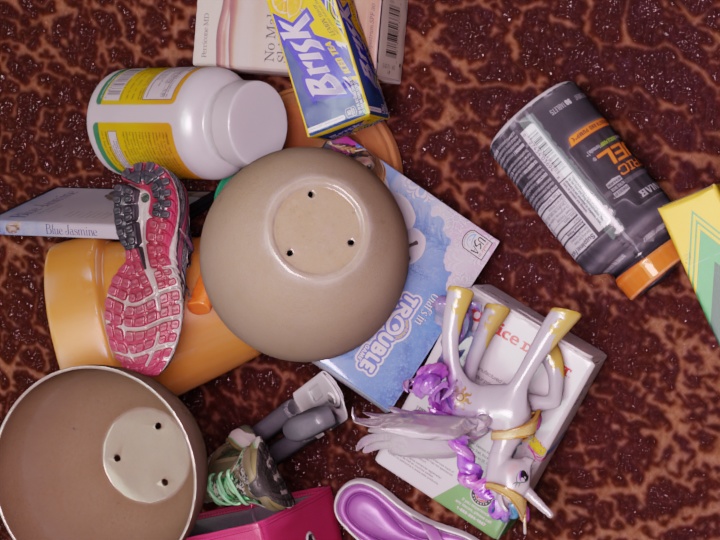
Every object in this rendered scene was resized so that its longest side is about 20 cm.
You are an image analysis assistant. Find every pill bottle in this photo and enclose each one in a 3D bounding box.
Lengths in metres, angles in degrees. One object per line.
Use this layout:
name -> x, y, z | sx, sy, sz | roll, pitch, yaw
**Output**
pill bottle -> -0.173, -0.149, 1.511 | 0.199, 0.112, 0.114 | 4, 94, 40
pill bottle -> 0.220, -0.070, 1.403 | 0.106, 0.106, 0.200 | -41, 80, 17

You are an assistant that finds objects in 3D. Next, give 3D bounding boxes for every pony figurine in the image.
pony figurine -> 0.096, 0.122, 1.356 | 0.191, 0.167, 0.202 | 12, 79, 8

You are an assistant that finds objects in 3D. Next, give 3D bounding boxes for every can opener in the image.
can opener -> -0.070, 0.154, 1.495 | 0.053, 0.066, 0.200 | 62, 149, 8

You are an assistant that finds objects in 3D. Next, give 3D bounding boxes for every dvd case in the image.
dvd case -> -0.268, -0.061, 1.564 | 0.198, 0.143, 0.018 | 2, 109, 20

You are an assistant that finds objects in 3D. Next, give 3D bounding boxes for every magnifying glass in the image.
magnifying glass -> -0.125, -0.041, 1.471 | 0.079, 0.022, 0.201 | -10, 44, 36

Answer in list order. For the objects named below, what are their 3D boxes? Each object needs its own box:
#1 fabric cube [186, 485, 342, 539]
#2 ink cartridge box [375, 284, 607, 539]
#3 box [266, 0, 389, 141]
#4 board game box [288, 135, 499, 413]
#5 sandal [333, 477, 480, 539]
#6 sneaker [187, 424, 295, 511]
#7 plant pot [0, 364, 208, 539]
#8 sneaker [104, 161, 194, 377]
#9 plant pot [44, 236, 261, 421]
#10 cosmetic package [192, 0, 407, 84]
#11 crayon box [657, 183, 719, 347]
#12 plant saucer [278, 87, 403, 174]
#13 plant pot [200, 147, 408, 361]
fabric cube -> -0.123, 0.346, 1.500 | 0.198, 0.196, 0.201 | -15, 87, 20
ink cartridge box -> 0.128, 0.133, 1.457 | 0.144, 0.084, 0.201 | 31, 102, 16
box -> -0.039, -0.229, 1.421 | 0.070, 0.064, 0.202 | -19, 86, 19
board game box -> 0.000, 0.000, 1.457 | 0.198, 0.043, 0.201 | 34, 80, -1
sandal -> 0.054, 0.285, 1.509 | 0.202, 0.050, 0.083 | 28, 102, 17
sneaker -> -0.122, 0.208, 1.449 | 0.088, 0.200, 0.077 | -29, 95, -10
plant pot -> -0.224, 0.183, 1.407 | 0.198, 0.134, 0.202 | 1, 92, 15
sneaker -> -0.190, 0.001, 1.423 | 0.080, 0.075, 0.202 | 2, 83, 19
plant pot -> -0.202, 0.048, 1.531 | 0.182, 0.200, 0.202 | -14, 87, 4
cosmetic package -> -0.060, -0.246, 1.507 | 0.198, 0.087, 0.104 | 5, 94, 20
crayon box -> 0.334, 0.012, 1.314 | 0.058, 0.200, 0.174 | -26, 83, 19
plant saucer -> -0.054, -0.091, 1.540 | 0.198, 0.037, 0.202 | 1, 92, 20
plant pot -> -0.045, -0.025, 1.362 | 0.198, 0.134, 0.202 | 1, 80, -8
